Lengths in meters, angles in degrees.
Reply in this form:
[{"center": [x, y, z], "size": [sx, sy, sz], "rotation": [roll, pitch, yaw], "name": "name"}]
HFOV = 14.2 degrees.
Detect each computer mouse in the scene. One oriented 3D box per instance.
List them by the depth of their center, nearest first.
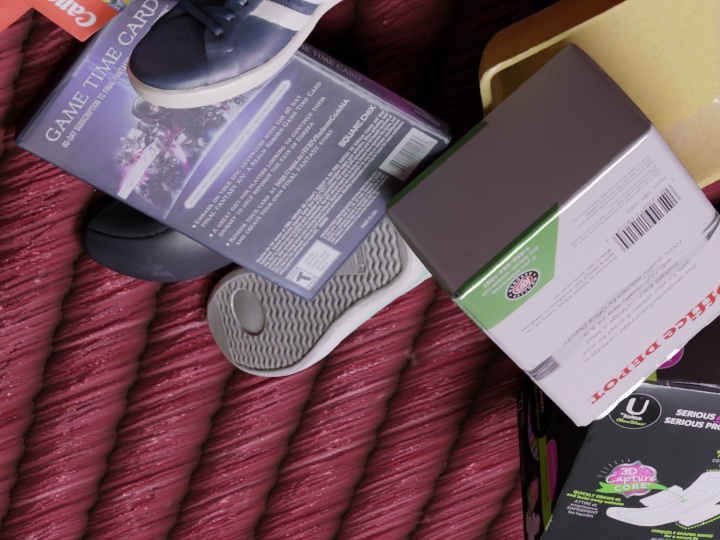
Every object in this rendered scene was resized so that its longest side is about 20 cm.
[{"center": [-0.069, -0.054, 1.667], "size": [0.200, 0.046, 0.141], "rotation": [-21, 146, -2], "name": "computer mouse"}]

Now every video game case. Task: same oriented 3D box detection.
[{"center": [-0.071, -0.075, 1.605], "size": [0.200, 0.019, 0.143], "rotation": [29, 123, -19], "name": "video game case"}]

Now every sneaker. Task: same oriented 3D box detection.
[{"center": [-0.045, -0.166, 1.499], "size": [0.200, 0.075, 0.085], "rotation": [-39, 142, -18], "name": "sneaker"}, {"center": [0.000, 0.000, 1.750], "size": [0.200, 0.074, 0.118], "rotation": [-28, 179, 44], "name": "sneaker"}]

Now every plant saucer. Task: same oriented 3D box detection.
[{"center": [0.152, -0.107, 1.690], "size": [0.200, 0.048, 0.200], "rotation": [-28, 144, -12], "name": "plant saucer"}]

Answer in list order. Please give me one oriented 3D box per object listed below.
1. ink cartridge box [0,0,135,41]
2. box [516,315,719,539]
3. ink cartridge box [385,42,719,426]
[{"center": [-0.154, -0.174, 1.473], "size": [0.200, 0.050, 0.109], "rotation": [-36, 141, 17], "name": "ink cartridge box"}, {"center": [0.185, 0.085, 1.864], "size": [0.124, 0.149, 0.200], "rotation": [8, 137, -10], "name": "box"}, {"center": [0.125, -0.015, 1.656], "size": [0.146, 0.084, 0.200], "rotation": [-41, 146, 3], "name": "ink cartridge box"}]
